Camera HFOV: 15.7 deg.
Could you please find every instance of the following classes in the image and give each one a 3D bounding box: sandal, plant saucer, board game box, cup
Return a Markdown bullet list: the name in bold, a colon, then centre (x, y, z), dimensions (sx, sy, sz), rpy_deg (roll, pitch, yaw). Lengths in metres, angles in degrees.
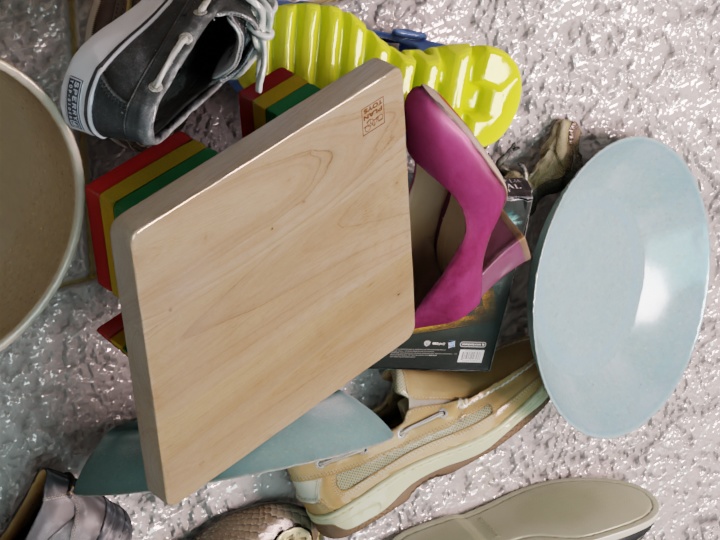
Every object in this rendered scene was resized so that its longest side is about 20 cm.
- **sandal**: centre (-0.004, -0.116, 1.561), dimensions (0.199, 0.087, 0.080), rpy_deg (12, 97, -36)
- **plant saucer**: centre (-0.080, 0.102, 1.597), dimensions (0.199, 0.200, 0.036), rpy_deg (-10, 91, -24)
- **board game box**: centre (0.000, 0.000, 1.637), dimensions (0.199, 0.028, 0.136), rpy_deg (2, 122, -18)
- **cup**: centre (-0.268, -0.055, 1.415), dimensions (0.200, 0.143, 0.201), rpy_deg (-14, 122, -23)
- **plant saucer**: centre (0.162, 0.010, 1.731), dimensions (0.201, 0.039, 0.202), rpy_deg (-12, 106, -47)

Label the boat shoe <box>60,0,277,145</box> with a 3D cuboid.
- **boat shoe**: centre (-0.080, -0.132, 1.418), dimensions (0.199, 0.068, 0.074), rpy_deg (-44, 144, -47)

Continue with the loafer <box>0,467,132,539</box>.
- **loafer**: centre (-0.234, 0.208, 1.633), dimensions (0.200, 0.073, 0.072), rpy_deg (-50, 120, -8)

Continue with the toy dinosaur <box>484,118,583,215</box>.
- **toy dinosaur**: centre (0.061, -0.040, 1.674), dimensions (0.200, 0.047, 0.088), rpy_deg (-37, 134, -3)

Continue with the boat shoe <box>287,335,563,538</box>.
- **boat shoe**: centre (0.042, 0.094, 1.723), dimensions (0.200, 0.072, 0.076), rpy_deg (-34, 111, -13)

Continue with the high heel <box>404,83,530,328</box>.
- **high heel**: centre (0.038, -0.030, 1.544), dimensions (0.096, 0.067, 0.200), rpy_deg (-34, 142, -3)

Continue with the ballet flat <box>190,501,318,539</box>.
- **ballet flat**: centre (-0.114, 0.206, 1.707), dimensions (0.199, 0.046, 0.068), rpy_deg (-17, 124, -21)

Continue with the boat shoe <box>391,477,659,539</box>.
- **boat shoe**: centre (0.114, 0.200, 1.816), dimensions (0.199, 0.075, 0.066), rpy_deg (-16, 125, -21)

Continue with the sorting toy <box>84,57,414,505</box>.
- **sorting toy**: centre (-0.066, -0.004, 1.475), dimensions (0.200, 0.069, 0.199), rpy_deg (-34, 138, -31)

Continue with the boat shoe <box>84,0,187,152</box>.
- **boat shoe**: centre (-0.110, -0.154, 1.502), dimensions (0.072, 0.060, 0.201), rpy_deg (-2, 117, -29)
